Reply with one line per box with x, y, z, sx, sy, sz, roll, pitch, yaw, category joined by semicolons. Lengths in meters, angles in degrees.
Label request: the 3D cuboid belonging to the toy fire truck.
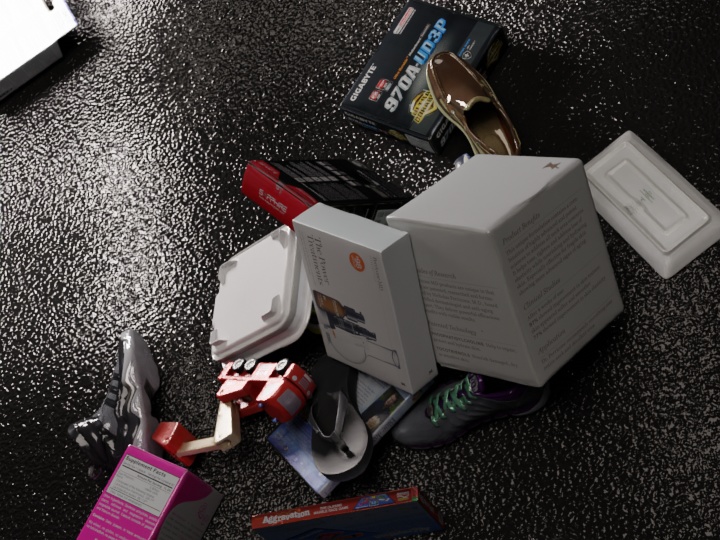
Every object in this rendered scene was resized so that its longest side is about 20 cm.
-0.159;0.178;1.552;0.200;0.049;0.141;-3;47;48;toy fire truck

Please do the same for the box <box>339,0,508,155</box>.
0.089;-0.272;1.732;0.159;0.046;0.200;25;75;31;box

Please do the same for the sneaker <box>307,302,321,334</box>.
0.000;0.000;1.592;0.200;0.085;0.074;-41;48;-2;sneaker

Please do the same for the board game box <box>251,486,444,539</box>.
-0.013;0.289;1.429;0.199;0.103;0.019;-13;56;16;board game box

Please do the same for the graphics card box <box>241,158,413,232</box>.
-0.040;-0.097;1.606;0.125;0.200;0.051;35;118;34;graphics card box

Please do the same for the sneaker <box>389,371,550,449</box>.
0.119;0.146;1.462;0.200;0.088;0.075;-22;56;10;sneaker

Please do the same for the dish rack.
-0.133;0.029;1.604;0.200;0.043;0.172;-29;49;46;dish rack

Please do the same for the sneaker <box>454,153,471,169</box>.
0.124;-0.059;1.584;0.085;0.077;0.200;-14;58;20;sneaker

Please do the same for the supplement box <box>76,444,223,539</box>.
-0.270;0.331;1.516;0.103;0.101;0.200;19;70;31;supplement box

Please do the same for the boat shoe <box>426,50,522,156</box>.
0.153;-0.212;1.621;0.075;0.075;0.203;-31;74;-7;boat shoe

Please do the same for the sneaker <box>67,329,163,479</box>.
-0.327;0.177;1.640;0.114;0.076;0.200;-18;59;11;sneaker

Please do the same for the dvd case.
-0.014;0.169;1.524;0.200;0.018;0.143;-46;37;-6;dvd case

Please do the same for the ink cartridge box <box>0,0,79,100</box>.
-0.573;-0.397;2.085;0.200;0.043;0.197;-33;54;0;ink cartridge box

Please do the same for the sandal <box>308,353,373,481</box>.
-0.035;0.170;1.490;0.076;0.043;0.200;-30;39;14;sandal

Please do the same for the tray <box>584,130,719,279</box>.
0.352;-0.088;1.534;0.107;0.022;0.200;-39;55;0;tray

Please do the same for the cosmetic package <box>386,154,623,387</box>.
0.166;-0.006;1.407;0.167;0.200;0.166;-35;27;-32;cosmetic package

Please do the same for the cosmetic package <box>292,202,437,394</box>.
0.006;0.032;1.452;0.151;0.200;0.052;18;43;42;cosmetic package
